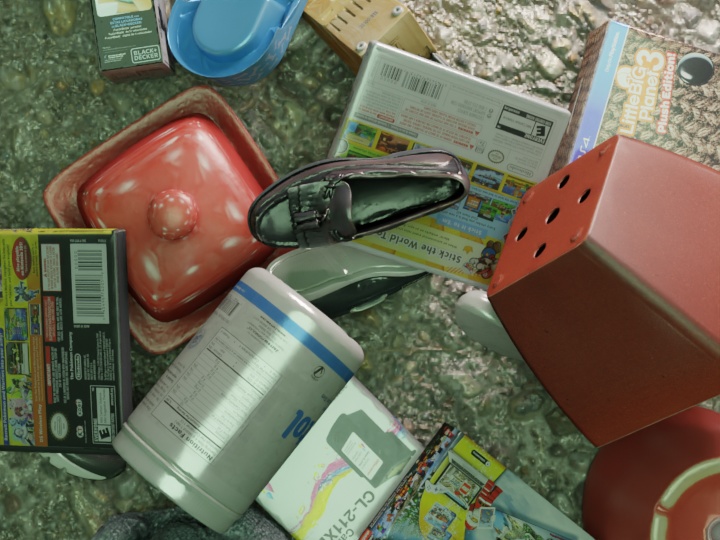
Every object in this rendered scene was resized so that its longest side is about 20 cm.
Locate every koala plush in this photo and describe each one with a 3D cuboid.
[{"bbox_3d":[-0.159,0.296,1.430,0.183,0.200,0.178,-23,91,16],"label":"koala plush"}]

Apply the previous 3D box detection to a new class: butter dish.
[{"bbox_3d":[-0.167,-0.048,1.475,0.199,0.148,0.200,-34,92,-3],"label":"butter dish"}]

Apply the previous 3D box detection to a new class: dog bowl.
[{"bbox_3d":[-0.100,-0.261,1.503,0.111,0.050,0.201,19,79,23],"label":"dog bowl"}]

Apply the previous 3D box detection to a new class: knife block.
[{"bbox_3d":[0.035,-0.192,1.538,0.064,0.176,0.200,-43,48,-3],"label":"knife block"}]

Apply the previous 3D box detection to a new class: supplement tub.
[{"bbox_3d":[-0.104,0.110,1.398,0.132,0.132,0.200,38,86,-3],"label":"supplement tub"}]

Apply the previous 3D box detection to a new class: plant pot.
[{"bbox_3d":[0.314,0.230,1.491,0.200,0.177,0.201,0,90,-3],"label":"plant pot"},{"bbox_3d":[0.230,0.002,1.416,0.176,0.200,0.200,38,50,-17],"label":"plant pot"}]

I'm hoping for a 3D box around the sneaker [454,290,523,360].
[{"bbox_3d":[0.172,0.042,1.517,0.200,0.075,0.089,24,77,-34],"label":"sneaker"}]

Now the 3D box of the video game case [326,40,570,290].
[{"bbox_3d":[0.070,-0.091,1.473,0.199,0.023,0.183,17,101,-16],"label":"video game case"}]

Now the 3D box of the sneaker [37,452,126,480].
[{"bbox_3d":[-0.280,0.106,1.493,0.085,0.074,0.200,-41,93,21],"label":"sneaker"}]

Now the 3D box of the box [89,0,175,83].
[{"bbox_3d":[-0.218,-0.279,1.488,0.060,0.117,0.201,-8,92,-1],"label":"box"}]

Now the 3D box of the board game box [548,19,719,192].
[{"bbox_3d":[0.296,-0.127,1.527,0.199,0.097,0.160,16,89,-4],"label":"board game box"}]

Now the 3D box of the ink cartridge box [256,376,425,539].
[{"bbox_3d":[-0.026,0.181,1.516,0.200,0.083,0.146,44,87,-2],"label":"ink cartridge box"}]

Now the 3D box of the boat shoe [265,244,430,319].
[{"bbox_3d":[0.000,0.000,1.528,0.199,0.060,0.076,-13,53,-18],"label":"boat shoe"}]

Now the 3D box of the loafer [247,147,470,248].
[{"bbox_3d":[0.000,-0.063,1.420,0.199,0.063,0.072,-15,109,-8],"label":"loafer"}]

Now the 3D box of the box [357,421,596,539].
[{"bbox_3d":[0.112,0.251,1.481,0.200,0.038,0.137,40,84,-22],"label":"box"}]

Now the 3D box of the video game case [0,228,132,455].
[{"bbox_3d":[-0.292,0.063,1.449,0.180,0.025,0.201,0,96,16],"label":"video game case"}]
